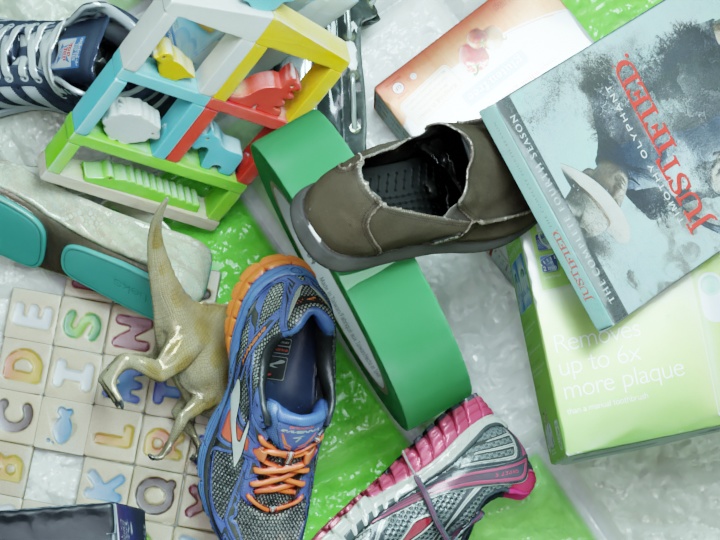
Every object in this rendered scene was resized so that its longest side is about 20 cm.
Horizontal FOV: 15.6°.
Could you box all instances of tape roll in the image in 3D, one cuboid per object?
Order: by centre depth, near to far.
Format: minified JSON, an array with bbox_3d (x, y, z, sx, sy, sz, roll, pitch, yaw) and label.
[{"bbox_3d":[0.000,0.000,1.610,0.048,0.200,0.201,-28,82,-6],"label":"tape roll"}]

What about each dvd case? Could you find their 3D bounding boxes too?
[{"bbox_3d":[0.174,-0.073,1.539,0.199,0.022,0.147,-31,95,-32],"label":"dvd case"}]

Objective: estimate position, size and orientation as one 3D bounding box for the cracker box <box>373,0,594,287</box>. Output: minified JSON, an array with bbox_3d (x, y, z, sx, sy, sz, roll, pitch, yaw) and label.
[{"bbox_3d":[0.119,-0.075,1.695,0.134,0.058,0.200,-38,83,-6],"label":"cracker box"}]

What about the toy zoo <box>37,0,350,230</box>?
[{"bbox_3d":[-0.096,-0.108,1.621,0.130,0.200,0.021,17,43,-31],"label":"toy zoo"}]

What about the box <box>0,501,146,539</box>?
[{"bbox_3d":[-0.182,0.215,1.571,0.103,0.200,0.149,-4,85,0],"label":"box"}]

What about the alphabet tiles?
[{"bbox_3d":[-0.156,0.090,1.693,0.166,0.008,0.202,10,81,2],"label":"alphabet tiles"}]

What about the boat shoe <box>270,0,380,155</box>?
[{"bbox_3d":[-0.023,-0.165,1.712,0.070,0.072,0.202,3,84,-16],"label":"boat shoe"}]

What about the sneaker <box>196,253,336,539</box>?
[{"bbox_3d":[-0.053,0.095,1.615,0.075,0.078,0.202,-2,105,-22],"label":"sneaker"}]

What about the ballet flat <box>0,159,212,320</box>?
[{"bbox_3d":[-0.187,-0.029,1.689,0.199,0.068,0.063,27,51,2],"label":"ballet flat"}]

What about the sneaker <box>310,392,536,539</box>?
[{"bbox_3d":[0.023,0.167,1.644,0.200,0.081,0.075,-42,85,-7],"label":"sneaker"}]

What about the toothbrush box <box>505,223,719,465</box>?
[{"bbox_3d":[0.170,0.006,1.612,0.144,0.086,0.202,-10,81,-4],"label":"toothbrush box"}]

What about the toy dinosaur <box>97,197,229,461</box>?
[{"bbox_3d":[-0.116,0.051,1.652,0.101,0.058,0.201,-33,115,-10],"label":"toy dinosaur"}]

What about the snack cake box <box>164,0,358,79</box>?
[{"bbox_3d":[-0.080,-0.233,1.668,0.067,0.115,0.201,8,59,-42],"label":"snack cake box"}]

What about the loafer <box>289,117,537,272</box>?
[{"bbox_3d":[0.055,-0.049,1.501,0.199,0.071,0.073,-21,77,-39],"label":"loafer"}]

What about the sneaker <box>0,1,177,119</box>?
[{"bbox_3d":[-0.210,-0.135,1.679,0.198,0.109,0.071,8,80,2],"label":"sneaker"}]
